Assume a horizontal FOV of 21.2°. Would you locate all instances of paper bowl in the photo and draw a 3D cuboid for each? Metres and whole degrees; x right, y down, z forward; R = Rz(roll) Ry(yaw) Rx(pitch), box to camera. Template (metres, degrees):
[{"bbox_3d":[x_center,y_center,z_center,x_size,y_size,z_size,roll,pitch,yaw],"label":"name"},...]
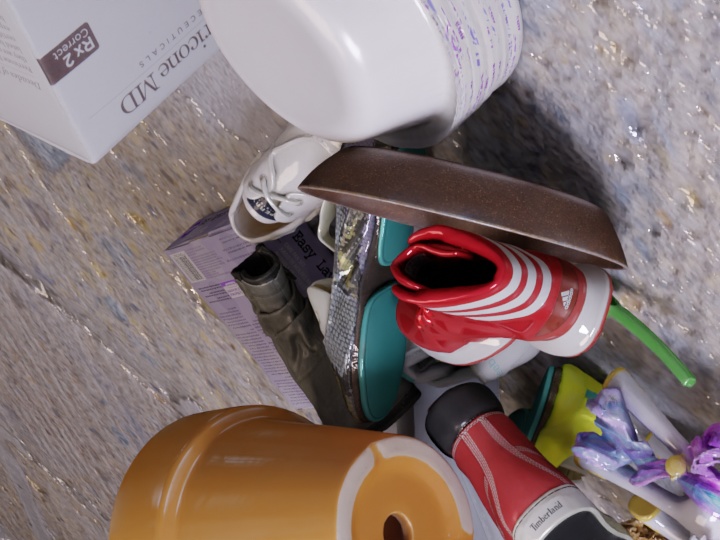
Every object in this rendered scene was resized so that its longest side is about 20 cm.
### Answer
[{"bbox_3d":[-0.013,-0.154,1.098,0.200,0.104,0.201,37,155,20],"label":"paper bowl"}]

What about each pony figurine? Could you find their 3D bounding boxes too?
[{"bbox_3d":[0.219,0.146,1.169,0.200,0.167,0.193,41,176,36],"label":"pony figurine"}]

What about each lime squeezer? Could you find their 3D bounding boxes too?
[{"bbox_3d":[0.127,0.028,1.205,0.200,0.071,0.038,4,154,43],"label":"lime squeezer"}]

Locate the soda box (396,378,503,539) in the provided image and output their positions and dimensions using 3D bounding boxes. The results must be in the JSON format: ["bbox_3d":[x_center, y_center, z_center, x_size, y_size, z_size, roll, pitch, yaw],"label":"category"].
[{"bbox_3d":[0.065,0.169,1.374,0.068,0.201,0.063,4,155,-9],"label":"soda box"}]

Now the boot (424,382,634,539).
[{"bbox_3d":[0.109,0.147,1.290,0.144,0.072,0.200,49,176,31],"label":"boot"}]

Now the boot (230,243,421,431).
[{"bbox_3d":[-0.037,0.049,1.388,0.131,0.068,0.200,54,170,-18],"label":"boot"}]

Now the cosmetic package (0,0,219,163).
[{"bbox_3d":[-0.203,-0.212,1.255,0.165,0.165,0.200,26,151,40],"label":"cosmetic package"}]

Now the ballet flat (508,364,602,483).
[{"bbox_3d":[0.139,0.122,1.367,0.067,0.067,0.200,16,156,-3],"label":"ballet flat"}]

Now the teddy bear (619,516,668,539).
[{"bbox_3d":[0.261,0.215,1.315,0.145,0.067,0.200,43,154,-18],"label":"teddy bear"}]

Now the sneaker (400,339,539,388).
[{"bbox_3d":[0.051,0.045,1.345,0.075,0.088,0.200,52,158,-18],"label":"sneaker"}]

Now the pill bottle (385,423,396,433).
[{"bbox_3d":[0.081,0.215,1.559,0.200,0.109,0.109,40,157,15],"label":"pill bottle"}]

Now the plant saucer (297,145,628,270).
[{"bbox_3d":[0.063,-0.039,1.135,0.200,0.035,0.200,14,180,0],"label":"plant saucer"}]

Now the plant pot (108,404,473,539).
[{"bbox_3d":[-0.032,0.180,1.266,0.183,0.200,0.200,-15,119,44],"label":"plant pot"}]

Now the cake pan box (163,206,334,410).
[{"bbox_3d":[-0.062,0.030,1.575,0.184,0.052,0.200,52,157,-9],"label":"cake pan box"}]

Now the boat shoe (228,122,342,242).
[{"bbox_3d":[-0.049,-0.062,1.363,0.071,0.070,0.200,48,158,-6],"label":"boat shoe"}]

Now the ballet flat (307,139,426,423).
[{"bbox_3d":[0.000,0.000,1.284,0.072,0.072,0.201,22,111,45],"label":"ballet flat"}]

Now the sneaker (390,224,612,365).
[{"bbox_3d":[0.053,0.004,1.174,0.115,0.079,0.200,24,162,-27],"label":"sneaker"}]
